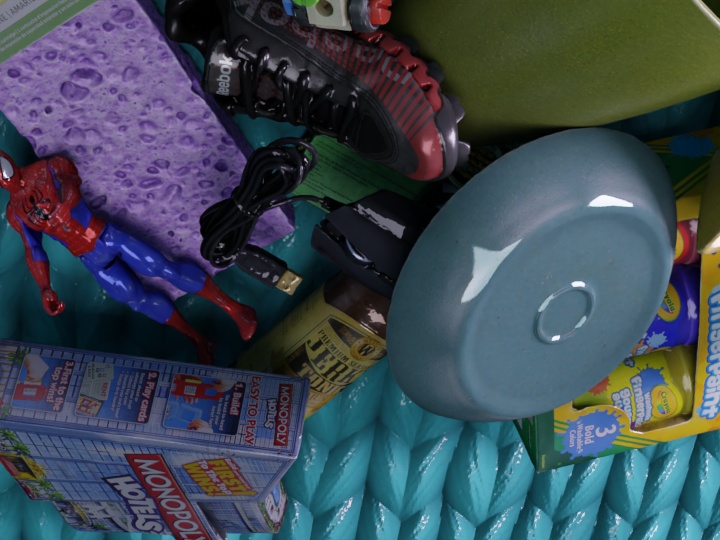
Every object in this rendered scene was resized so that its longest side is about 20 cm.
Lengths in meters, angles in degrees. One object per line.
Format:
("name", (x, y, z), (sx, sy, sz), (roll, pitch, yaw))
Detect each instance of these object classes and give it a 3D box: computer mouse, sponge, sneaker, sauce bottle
("computer mouse", (0.000, 0.000, 0.835), (0.198, 0.047, 0.140), (22, 148, -26))
("sponge", (-0.135, -0.076, 0.881), (0.111, 0.030, 0.201), (-27, 121, 12))
("sneaker", (-0.031, -0.107, 0.778), (0.098, 0.200, 0.071), (-35, 157, -32))
("sauce bottle", (-0.008, 0.034, 0.931), (0.064, 0.065, 0.200), (35, 120, -24))

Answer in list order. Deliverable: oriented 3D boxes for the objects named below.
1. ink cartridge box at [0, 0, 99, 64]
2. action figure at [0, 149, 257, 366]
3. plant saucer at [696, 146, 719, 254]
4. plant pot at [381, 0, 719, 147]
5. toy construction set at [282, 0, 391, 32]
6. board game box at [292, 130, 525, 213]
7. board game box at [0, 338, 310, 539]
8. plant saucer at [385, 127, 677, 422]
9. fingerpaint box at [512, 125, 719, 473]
("ink cartridge box", (-0.236, -0.203, 0.747), (0.144, 0.048, 0.200), (-21, 124, 36))
("action figure", (-0.152, 0.003, 0.858), (0.065, 0.099, 0.200), (-41, 114, 19))
("plant saucer", (0.291, -0.103, 0.793), (0.198, 0.049, 0.201), (-18, 156, -31))
("plant pot", (0.110, -0.151, 0.781), (0.187, 0.189, 0.199), (38, 133, -25))
("toy construction set", (-0.012, -0.203, 0.728), (0.091, 0.200, 0.132), (21, 140, 31))
("board game box", (0.056, -0.052, 0.921), (0.198, 0.024, 0.105), (28, 117, -22))
("board game box", (-0.120, 0.124, 0.926), (0.197, 0.062, 0.201), (-1, 142, 14))
("plant saucer", (0.109, 0.016, 0.811), (0.198, 0.036, 0.202), (-19, 132, -22))
("fingerpaint box", (0.181, 0.022, 0.933), (0.164, 0.074, 0.202), (-12, 126, -8))
